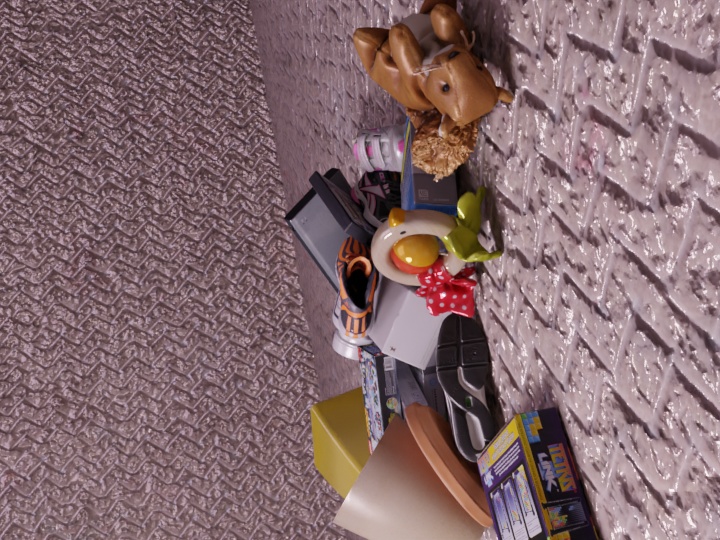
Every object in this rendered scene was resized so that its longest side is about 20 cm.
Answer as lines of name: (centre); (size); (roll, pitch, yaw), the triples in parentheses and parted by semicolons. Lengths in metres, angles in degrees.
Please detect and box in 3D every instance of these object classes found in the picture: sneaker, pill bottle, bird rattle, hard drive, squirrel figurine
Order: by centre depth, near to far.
squirrel figurine: (0.103, -0.210, 0.939); (0.187, 0.140, 0.202); (53, 166, 47)
bird rattle: (0.092, -0.026, 1.035); (0.201, 0.160, 0.114); (117, 161, -58)
sneaker: (0.140, 0.167, 1.133); (0.115, 0.074, 0.204); (105, 159, -78)
sneaker: (0.000, 0.000, 1.299); (0.113, 0.076, 0.202); (97, 171, -50)
sneaker: (0.036, -0.198, 1.332); (0.200, 0.087, 0.083); (-156, 57, -77)
sneaker: (0.044, -0.131, 1.393); (0.200, 0.079, 0.087); (50, 122, 48)
pill bottle: (0.010, 0.059, 1.487); (0.111, 0.109, 0.203); (-121, 43, -62)
hard drive: (-0.042, -0.070, 1.509); (0.033, 0.140, 0.201); (17, 149, 50)

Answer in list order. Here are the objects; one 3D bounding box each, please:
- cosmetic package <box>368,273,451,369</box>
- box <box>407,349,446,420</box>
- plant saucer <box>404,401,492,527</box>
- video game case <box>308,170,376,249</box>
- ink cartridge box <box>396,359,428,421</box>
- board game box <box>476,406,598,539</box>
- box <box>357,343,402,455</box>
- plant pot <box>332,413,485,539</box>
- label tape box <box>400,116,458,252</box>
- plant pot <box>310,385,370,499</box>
cosmetic package: (0.066, 0.075, 1.318); (0.109, 0.084, 0.200); (-64, 17, 5)
box: (0.108, 0.195, 1.419); (0.156, 0.040, 0.204); (-139, 42, -74)
plant saucer: (0.135, 0.271, 1.145); (0.201, 0.032, 0.200); (52, -173, -9)
video game case: (0.007, -0.079, 1.399); (0.180, 0.026, 0.201); (35, -167, -36)
ink cartridge box: (0.070, 0.218, 1.413); (0.201, 0.043, 0.095); (-117, 22, -58)
board game box: (0.203, 0.273, 0.941); (0.201, 0.056, 0.168); (101, 159, -63)
box: (0.036, 0.235, 1.380); (0.137, 0.039, 0.204); (-174, 77, -78)
plant pot: (0.088, 0.353, 1.214); (0.189, 0.198, 0.188); (-57, -7, -12)
label tape box: (0.093, -0.121, 1.136); (0.144, 0.065, 0.203); (95, 178, -53)
plant pot: (0.022, 0.375, 1.666); (0.177, 0.197, 0.202); (-127, 27, -45)
